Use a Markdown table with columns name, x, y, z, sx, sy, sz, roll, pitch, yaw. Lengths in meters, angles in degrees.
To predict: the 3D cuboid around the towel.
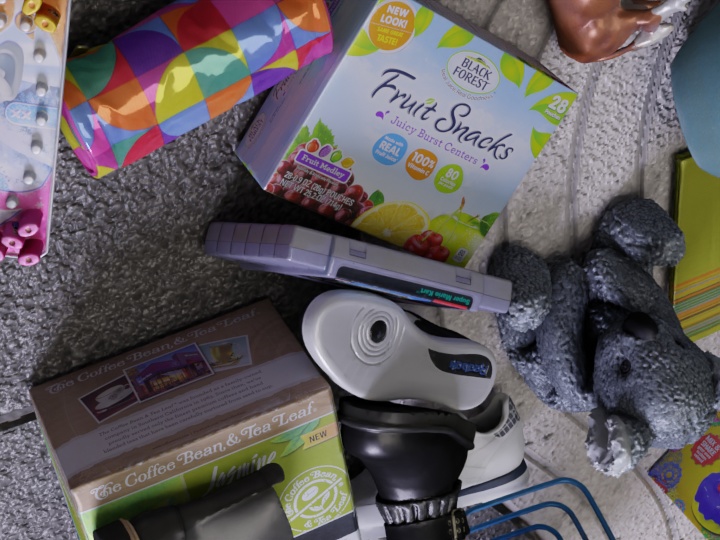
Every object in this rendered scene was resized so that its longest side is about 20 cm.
| name | x | y | z | sx | sy | sz | roll | pitch | yaw |
| --- | --- | --- | --- | --- | --- | --- | --- | --- | --- |
| towel | 0.310 | -0.025 | 1.338 | 0.086 | 0.018 | 0.201 | -20 | 126 | -23 |

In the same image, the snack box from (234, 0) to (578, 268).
| name | x | y | z | sx | sy | sz | roll | pitch | yaw |
| --- | --- | --- | --- | --- | --- | --- | --- | --- | --- |
| snack box | 0.036 | -0.109 | 1.102 | 0.200 | 0.068 | 0.169 | 22 | 107 | -38 |

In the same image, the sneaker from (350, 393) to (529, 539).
| name | x | y | z | sx | sy | sz | roll | pitch | yaw |
| --- | --- | --- | --- | --- | --- | --- | --- | --- | --- |
| sneaker | 0.050 | 0.169 | 1.294 | 0.199 | 0.076 | 0.081 | -19 | 115 | -22 |

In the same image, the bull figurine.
| name | x | y | z | sx | sy | sz | roll | pitch | yaw |
| --- | --- | --- | --- | --- | --- | --- | --- | --- | --- |
| bull figurine | 0.169 | -0.233 | 1.087 | 0.121 | 0.065 | 0.200 | -10 | 140 | 18 |

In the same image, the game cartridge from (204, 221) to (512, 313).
| name | x | y | z | sx | sy | sz | roll | pitch | yaw |
| --- | --- | --- | --- | --- | --- | --- | --- | --- | --- |
| game cartridge | 0.000 | 0.000 | 1.114 | 0.199 | 0.129 | 0.039 | 14 | 89 | -33 |

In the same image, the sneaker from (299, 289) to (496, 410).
| name | x | y | z | sx | sy | sz | roll | pitch | yaw |
| --- | --- | --- | --- | --- | --- | --- | --- | --- | --- |
| sneaker | 0.002 | 0.055 | 1.146 | 0.200 | 0.112 | 0.073 | 24 | 88 | -43 |

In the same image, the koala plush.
| name | x | y | z | sx | sy | sz | roll | pitch | yaw |
| --- | --- | --- | --- | --- | --- | --- | --- | --- | --- |
| koala plush | 0.224 | 0.076 | 1.235 | 0.177 | 0.200 | 0.184 | -23 | 128 | -15 |

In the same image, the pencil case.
| name | x | y | z | sx | sy | sz | roll | pitch | yaw |
| --- | --- | --- | --- | --- | --- | --- | --- | --- | --- |
| pencil case | -0.116 | -0.140 | 0.992 | 0.199 | 0.088 | 0.089 | -27 | 129 | -12 |

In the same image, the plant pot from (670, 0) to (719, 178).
| name | x | y | z | sx | sy | sz | roll | pitch | yaw |
| --- | --- | --- | --- | --- | --- | --- | --- | --- | --- |
| plant pot | 0.322 | -0.140 | 1.179 | 0.134 | 0.201 | 0.200 | -15 | 134 | 24 |

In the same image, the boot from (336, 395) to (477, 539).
| name | x | y | z | sx | sy | sz | roll | pitch | yaw |
| --- | --- | --- | --- | --- | --- | --- | --- | --- | --- |
| boot | 0.035 | 0.185 | 1.163 | 0.211 | 0.079 | 0.159 | 28 | 70 | -62 |

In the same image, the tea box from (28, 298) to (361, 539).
| name | x | y | z | sx | sy | sz | roll | pitch | yaw |
| --- | --- | --- | --- | --- | --- | --- | --- | --- | --- |
| tea box | -0.121 | 0.161 | 1.145 | 0.199 | 0.134 | 0.197 | -21 | 126 | -14 |

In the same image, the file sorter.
| name | x | y | z | sx | sy | sz | roll | pitch | yaw |
| --- | --- | --- | --- | --- | --- | --- | --- | --- | --- |
| file sorter | 0.142 | 0.292 | 1.336 | 0.138 | 0.123 | 0.200 | -15 | 149 | -20 |

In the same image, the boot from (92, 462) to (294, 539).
| name | x | y | z | sx | sy | sz | roll | pitch | yaw |
| --- | --- | --- | --- | --- | --- | --- | --- | --- | --- |
| boot | -0.100 | 0.242 | 1.078 | 0.138 | 0.077 | 0.201 | -22 | 129 | -18 |

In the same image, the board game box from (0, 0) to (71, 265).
| name | x | y | z | sx | sy | sz | roll | pitch | yaw |
| --- | --- | --- | --- | --- | --- | --- | --- | --- | --- |
| board game box | -0.284 | -0.103 | 0.915 | 0.199 | 0.026 | 0.201 | 7 | 117 | -8 |

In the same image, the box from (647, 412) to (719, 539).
| name | x | y | z | sx | sy | sz | roll | pitch | yaw |
| --- | --- | --- | --- | --- | --- | --- | --- | --- | --- |
| box | 0.417 | 0.249 | 1.449 | 0.122 | 0.200 | 0.192 | -47 | 129 | 6 |
